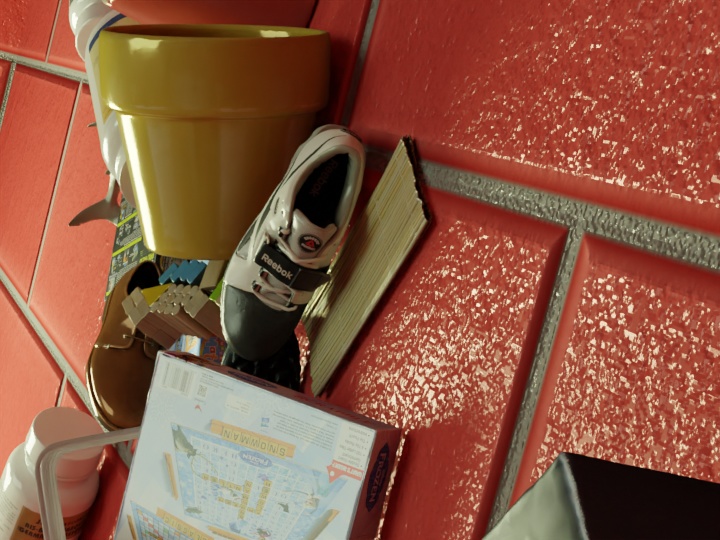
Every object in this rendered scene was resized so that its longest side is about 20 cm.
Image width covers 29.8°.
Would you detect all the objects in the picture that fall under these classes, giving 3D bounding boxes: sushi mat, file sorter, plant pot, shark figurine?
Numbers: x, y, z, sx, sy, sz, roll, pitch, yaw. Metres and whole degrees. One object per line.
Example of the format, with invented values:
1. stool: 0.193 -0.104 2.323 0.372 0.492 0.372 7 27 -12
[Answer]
1. sushi mat: 0.000 0.000 1.039 0.201 0.012 0.096 -59 31 36
2. file sorter: -0.201 0.203 1.148 0.200 0.123 0.140 138 122 -77
3. plant pot: -0.149 -0.303 1.321 0.200 0.176 0.202 -40 44 54
4. shark figurine: -0.312 -0.152 1.723 0.215 0.089 0.129 -49 35 44
5. plant pot: -0.125 -0.114 1.178 0.201 0.199 0.191 -150 58 -65

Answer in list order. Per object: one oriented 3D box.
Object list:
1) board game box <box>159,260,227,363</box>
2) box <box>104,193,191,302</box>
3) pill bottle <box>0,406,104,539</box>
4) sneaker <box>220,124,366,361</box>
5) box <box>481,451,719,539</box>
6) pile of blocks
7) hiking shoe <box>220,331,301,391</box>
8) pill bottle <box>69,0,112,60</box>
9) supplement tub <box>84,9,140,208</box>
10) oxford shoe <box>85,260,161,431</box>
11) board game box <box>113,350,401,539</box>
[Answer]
1. board game box: -0.169 0.092 1.342 0.151 0.036 0.202 -31 50 59
2. box: -0.236 -0.049 1.553 0.200 0.044 0.162 -20 61 63
3. pill bottle: -0.376 0.266 1.621 0.201 0.114 0.115 -63 27 29
4. sneaker: -0.054 -0.019 1.052 0.089 0.074 0.201 -126 59 -79
5. box: 0.111 0.179 0.476 0.200 0.195 0.118 -56 31 40
6. pile of blocks: -0.131 0.028 1.235 0.199 0.062 0.083 -5 55 42
7. hiking shoe: -0.105 0.130 1.133 0.087 0.074 0.202 11 89 65
8. pill bottle: -0.347 -0.375 1.875 0.114 0.113 0.201 -57 31 39
9. supplement tub: -0.204 -0.168 1.402 0.145 0.143 0.201 -56 39 39
10. oxford shoe: -0.233 0.073 1.367 0.071 0.071 0.201 -52 32 43
11. board game box: -0.084 0.180 0.973 0.199 0.041 0.201 17 94 31
